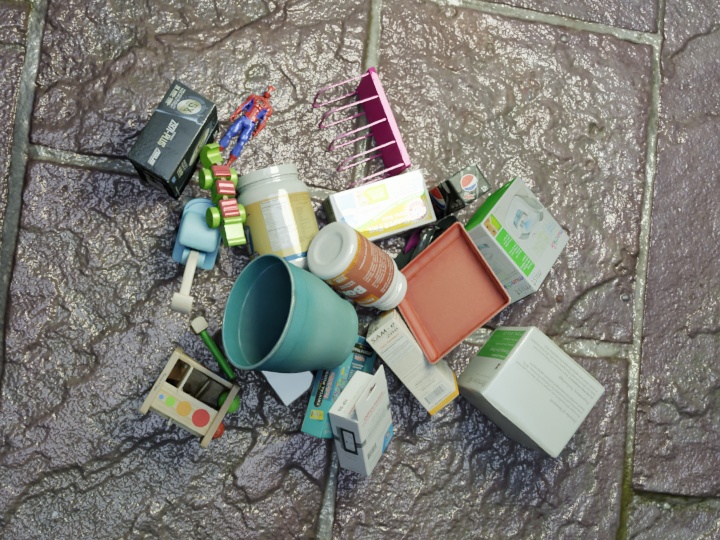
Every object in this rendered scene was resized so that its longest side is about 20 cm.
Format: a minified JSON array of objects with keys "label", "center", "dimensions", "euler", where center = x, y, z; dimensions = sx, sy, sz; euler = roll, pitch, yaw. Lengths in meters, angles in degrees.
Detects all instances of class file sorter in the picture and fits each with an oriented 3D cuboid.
[{"label":"file sorter","center":[-0.005,-0.270,1.466],"dimensions":[0.124,0.139,0.202],"euler":[-22,91,-10]}]

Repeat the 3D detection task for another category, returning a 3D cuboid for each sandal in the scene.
[{"label":"sandal","center":[0.114,-0.043,1.481],"dimensions":[0.200,0.076,0.048],"euler":[-40,124,10]}]

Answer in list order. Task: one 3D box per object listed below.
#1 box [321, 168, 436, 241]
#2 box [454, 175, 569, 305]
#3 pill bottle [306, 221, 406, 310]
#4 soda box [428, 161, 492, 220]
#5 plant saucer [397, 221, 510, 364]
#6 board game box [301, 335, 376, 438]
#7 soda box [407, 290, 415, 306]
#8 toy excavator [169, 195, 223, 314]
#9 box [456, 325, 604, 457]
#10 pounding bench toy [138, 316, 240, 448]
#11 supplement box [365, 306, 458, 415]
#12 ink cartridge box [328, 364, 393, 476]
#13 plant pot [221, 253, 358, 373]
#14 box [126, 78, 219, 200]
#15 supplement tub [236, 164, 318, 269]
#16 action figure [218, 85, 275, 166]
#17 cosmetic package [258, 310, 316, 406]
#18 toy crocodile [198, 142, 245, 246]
[{"label":"box","center":[0.037,-0.119,1.485],"dimensions":[0.198,0.101,0.114],"euler":[-18,90,-12]},{"label":"box","center":[0.307,-0.059,1.500],"dimensions":[0.177,0.097,0.200],"euler":[49,48,-5]},{"label":"pill bottle","center":[0.000,0.000,1.389],"dimensions":[0.200,0.112,0.113],"euler":[35,79,-45]},{"label":"soda box","center":[0.186,-0.154,1.466],"dimensions":[0.070,0.200,0.064],"euler":[-34,92,-11]},{"label":"plant saucer","center":[0.169,0.045,1.408],"dimensions":[0.199,0.037,0.201],"euler":[-42,57,20]},{"label":"board game box","center":[-0.036,0.222,1.431],"dimensions":[0.047,0.151,0.202],"euler":[13,83,26]},{"label":"soda box","center":[0.158,0.005,1.522],"dimensions":[0.068,0.063,0.201],"euler":[28,82,-10]},{"label":"toy excavator","center":[-0.308,-0.034,1.365],"dimensions":[0.099,0.200,0.196],"euler":[15,99,-10]},{"label":"box","center":[0.329,0.235,1.476],"dimensions":[0.200,0.199,0.172],"euler":[40,81,-5]},{"label":"pounding bench toy","center":[-0.293,0.207,1.391],"dimensions":[0.155,0.124,0.201],"euler":[31,82,-8]},{"label":"supplement box","center":[0.103,0.174,1.465],"dimensions":[0.073,0.126,0.200],"euler":[-40,95,10]},{"label":"ink cartridge box","center":[0.002,0.277,1.400],"dimensions":[0.067,0.201,0.116],"euler":[13,42,26]},{"label":"plant pot","center":[-0.113,0.095,1.306],"dimensions":[0.187,0.199,0.202],"euler":[22,82,-40]},{"label":"box","center":[-0.340,-0.235,1.365],"dimensions":[0.086,0.200,0.165],"euler":[30,81,-6]},{"label":"supplement tub","center":[-0.157,-0.091,1.423],"dimensions":[0.143,0.145,0.202],"euler":[-15,90,-12]},{"label":"action figure","center":[-0.230,-0.287,1.470],"dimensions":[0.065,0.052,0.201],"euler":[33,79,-4]},{"label":"cosmetic package","center":[-0.173,0.157,1.428],"dimensions":[0.090,0.107,0.201],"euler":[-39,96,-10]},{"label":"toy crocodile","center":[-0.252,-0.138,1.355],"dimensions":[0.067,0.062,0.202],"euler":[-5,70,-30]}]
